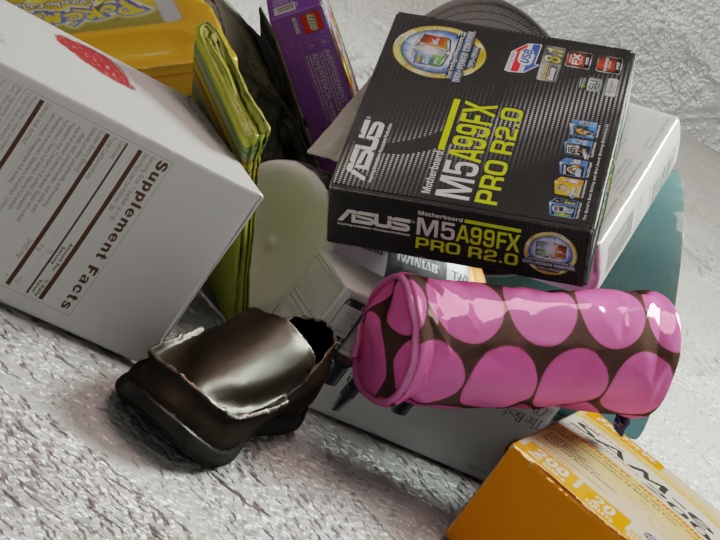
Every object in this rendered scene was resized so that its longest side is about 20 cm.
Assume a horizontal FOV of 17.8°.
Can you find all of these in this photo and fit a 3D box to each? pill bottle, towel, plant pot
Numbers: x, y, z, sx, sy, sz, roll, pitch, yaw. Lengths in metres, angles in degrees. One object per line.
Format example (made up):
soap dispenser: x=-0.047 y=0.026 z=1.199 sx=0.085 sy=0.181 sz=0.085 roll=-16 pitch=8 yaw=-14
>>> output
pill bottle: x=0.000 y=0.000 z=1.486 sx=0.200 sy=0.106 sz=0.106 roll=17 pitch=23 yaw=-51
towel: x=-0.079 y=-0.051 z=1.336 sx=0.018 sy=0.200 sz=0.086 roll=-15 pitch=59 yaw=-16
plant pot: x=0.152 y=0.016 z=1.695 sx=0.134 sy=0.201 sz=0.200 roll=8 pitch=16 yaw=-1

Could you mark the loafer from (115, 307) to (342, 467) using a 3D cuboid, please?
loafer: x=-0.067 y=0.050 z=1.230 sx=0.073 sy=0.071 sz=0.200 roll=38 pitch=14 yaw=10

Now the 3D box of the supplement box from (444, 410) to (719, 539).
supplement box: x=0.143 y=0.156 z=1.388 sx=0.126 sy=0.074 sz=0.200 roll=39 pitch=14 yaw=12

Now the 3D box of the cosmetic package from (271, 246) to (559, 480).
cosmetic package: x=0.032 y=0.063 z=1.412 sx=0.200 sy=0.083 sz=0.051 roll=25 pitch=20 yaw=-37

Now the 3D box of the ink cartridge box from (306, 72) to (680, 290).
ink cartridge box: x=0.087 y=-0.070 z=1.476 sx=0.199 sy=0.050 sz=0.161 roll=17 pitch=40 yaw=18

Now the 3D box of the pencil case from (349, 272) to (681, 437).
pencil case: x=0.088 y=0.047 z=1.348 sx=0.199 sy=0.091 sz=0.094 roll=7 pitch=4 yaw=-32

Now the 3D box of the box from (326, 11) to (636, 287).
box: x=0.078 y=-0.079 z=1.413 sx=0.159 sy=0.044 sz=0.200 roll=11 pitch=39 yaw=8

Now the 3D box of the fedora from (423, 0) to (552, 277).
fedora: x=0.070 y=-0.087 z=1.591 sx=0.090 sy=0.176 sz=0.201 roll=-17 pitch=81 yaw=-59

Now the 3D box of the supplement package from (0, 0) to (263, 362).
supplement package: x=-0.176 y=-0.059 z=1.222 sx=0.200 sy=0.120 sz=0.121 roll=27 pitch=16 yaw=-36

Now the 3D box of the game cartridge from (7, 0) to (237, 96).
game cartridge: x=-0.184 y=-0.158 z=1.461 sx=0.175 sy=0.033 sz=0.200 roll=-8 pitch=30 yaw=-14

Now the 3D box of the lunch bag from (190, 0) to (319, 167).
lunch bag: x=-0.109 y=-0.129 z=1.633 sx=0.200 sy=0.118 sz=0.164 roll=33 pitch=18 yaw=-28

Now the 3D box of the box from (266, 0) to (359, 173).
box: x=-0.027 y=-0.139 z=1.587 sx=0.200 sy=0.039 sz=0.137 roll=-101 pitch=173 yaw=-69
